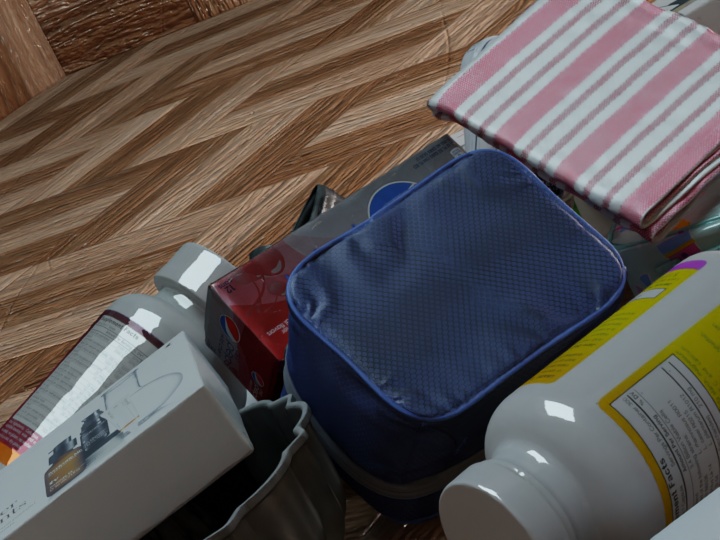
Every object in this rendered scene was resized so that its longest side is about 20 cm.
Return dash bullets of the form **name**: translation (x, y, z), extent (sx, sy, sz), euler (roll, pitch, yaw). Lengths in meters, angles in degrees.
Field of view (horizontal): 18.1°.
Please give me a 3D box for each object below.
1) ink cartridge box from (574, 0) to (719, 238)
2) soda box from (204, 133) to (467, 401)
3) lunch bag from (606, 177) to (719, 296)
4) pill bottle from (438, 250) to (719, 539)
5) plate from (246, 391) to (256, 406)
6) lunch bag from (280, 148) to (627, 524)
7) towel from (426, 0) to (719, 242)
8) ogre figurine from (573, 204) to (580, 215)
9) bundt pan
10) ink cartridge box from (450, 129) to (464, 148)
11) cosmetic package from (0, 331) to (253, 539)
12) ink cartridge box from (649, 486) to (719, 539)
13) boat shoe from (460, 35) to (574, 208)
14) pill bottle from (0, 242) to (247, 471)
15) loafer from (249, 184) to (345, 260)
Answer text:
- **ink cartridge box**: translation (0.233, -0.112, 1.534), extent (0.200, 0.146, 0.084), euler (-32, 15, -19)
- **soda box**: translation (0.000, 0.000, 1.390), extent (0.200, 0.070, 0.063), euler (-33, -23, -27)
- **lunch bag**: translation (0.251, -0.038, 1.371), extent (0.199, 0.077, 0.161), euler (-22, 20, 28)
- **pill bottle**: translation (0.132, 0.080, 1.104), extent (0.200, 0.105, 0.104), euler (-34, 16, -30)
- **plate**: translation (-0.053, 0.088, 1.457), extent (0.200, 0.032, 0.200), euler (-35, 28, 11)
- **lunch bag**: translation (0.054, 0.038, 1.291), extent (0.200, 0.136, 0.133), euler (-32, -26, -26)
- **towel**: translation (0.155, -0.104, 1.389), extent (0.146, 0.030, 0.200), euler (-40, 49, -19)
- **ogre figurine**: translation (0.149, -0.094, 1.607), extent (0.098, 0.201, 0.120), euler (-2, -9, 22)
- **bundt pan**: translation (-0.087, 0.160, 1.236), extent (0.202, 0.076, 0.202), euler (-35, 14, 10)
- **ink cartridge box**: translation (0.138, -0.090, 1.781), extent (0.116, 0.067, 0.200), euler (-25, 13, -10)
- **cosmetic package**: translation (-0.159, 0.125, 1.268), extent (0.200, 0.052, 0.151), euler (-38, 11, -2)
- **ink cartridge box**: translation (0.216, 0.115, 0.956), extent (0.200, 0.041, 0.199), euler (-33, 15, -23)
- **boat shoe**: translation (0.105, -0.057, 1.467), extent (0.073, 0.201, 0.067), euler (-8, -3, -34)
- **pill bottle**: translation (-0.142, 0.085, 1.420), extent (0.200, 0.110, 0.109), euler (-49, 20, -16)
- **loafer**: translation (-0.061, 0.014, 1.720), extent (0.201, 0.070, 0.068), euler (-53, 9, -35)
